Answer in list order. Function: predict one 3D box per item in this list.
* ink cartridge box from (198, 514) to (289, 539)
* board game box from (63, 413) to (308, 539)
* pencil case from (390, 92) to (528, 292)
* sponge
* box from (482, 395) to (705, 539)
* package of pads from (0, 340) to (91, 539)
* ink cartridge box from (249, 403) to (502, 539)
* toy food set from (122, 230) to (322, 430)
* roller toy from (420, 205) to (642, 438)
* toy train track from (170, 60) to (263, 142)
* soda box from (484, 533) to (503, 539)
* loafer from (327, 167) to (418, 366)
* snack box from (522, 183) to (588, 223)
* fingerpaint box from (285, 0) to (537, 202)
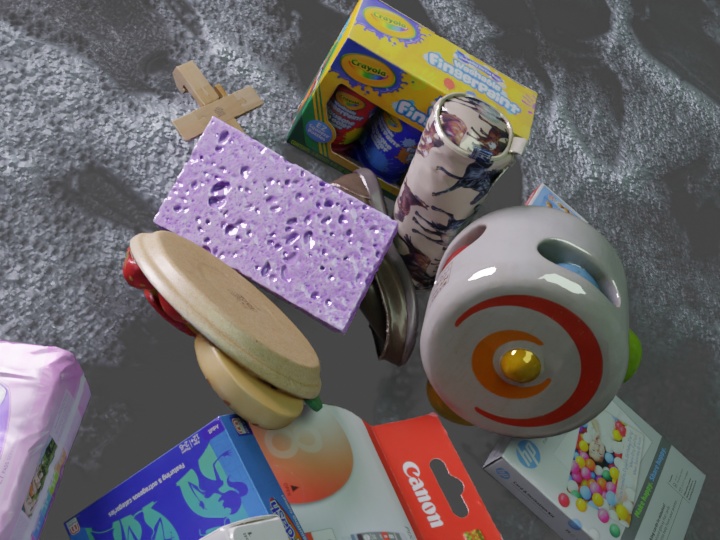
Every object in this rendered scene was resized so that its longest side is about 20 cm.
[{"bbox_3d":[-0.115,0.266,0.604,0.148,0.198,0.084,63,15,16],"label":"ink cartridge box"},{"bbox_3d":[-0.102,0.227,0.674,0.202,0.151,0.045,59,13,13],"label":"board game box"},{"bbox_3d":[0.080,-0.066,0.914,0.089,0.201,0.078,34,47,11],"label":"pencil case"},{"bbox_3d":[-0.074,-0.040,0.864,0.198,0.030,0.113,29,81,4],"label":"sponge"},{"bbox_3d":[0.232,0.197,0.936,0.199,0.041,0.156,41,51,0],"label":"box"},{"bbox_3d":[-0.272,0.146,0.652,0.118,0.076,0.203,7,55,4],"label":"package of pads"},{"bbox_3d":[0.012,0.178,0.780,0.197,0.051,0.163,-7,44,-23],"label":"ink cartridge box"},{"bbox_3d":[-0.107,0.043,0.768,0.199,0.198,0.049,41,95,9],"label":"toy food set"},{"bbox_3d":[0.145,0.050,0.859,0.140,0.196,0.185,-66,146,-56],"label":"roller toy"},{"bbox_3d":[-0.119,-0.111,0.935,0.201,0.032,0.114,54,45,1],"label":"toy train track"},{"bbox_3d":[0.040,0.282,0.768,0.197,0.063,0.071,-14,70,-34],"label":"soda box"},{"bbox_3d":[0.000,0.000,0.915,0.070,0.073,0.203,-9,64,-18],"label":"loafer"},{"bbox_3d":[0.182,-0.011,1.039,0.072,0.024,0.201,39,52,-2],"label":"snack box"},{"bbox_3d":[0.047,-0.151,0.958,0.198,0.167,0.074,28,52,-12],"label":"fingerpaint box"}]
